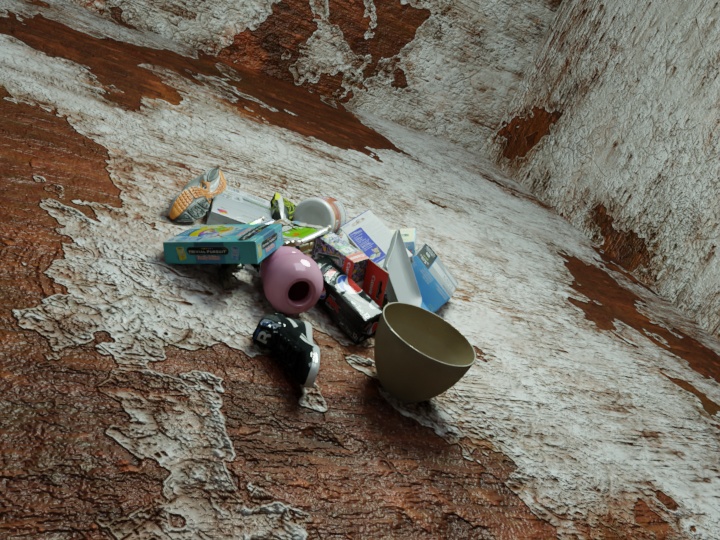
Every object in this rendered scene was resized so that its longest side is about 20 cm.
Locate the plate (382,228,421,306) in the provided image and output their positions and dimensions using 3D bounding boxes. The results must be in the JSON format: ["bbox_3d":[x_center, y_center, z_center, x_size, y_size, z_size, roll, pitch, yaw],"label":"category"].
[{"bbox_3d":[0.091,0.034,1.669,0.032,0.202,0.201,-11,26,17],"label":"plate"}]

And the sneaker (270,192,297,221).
[{"bbox_3d":[-0.190,-0.144,1.871,0.084,0.075,0.201,20,22,-18],"label":"sneaker"}]

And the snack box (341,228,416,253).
[{"bbox_3d":[0.046,-0.070,1.901,0.197,0.038,0.116,-4,20,8],"label":"snack box"}]

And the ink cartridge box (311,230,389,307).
[{"bbox_3d":[-0.030,0.008,1.603,0.050,0.110,0.199,-17,40,-41],"label":"ink cartridge box"}]

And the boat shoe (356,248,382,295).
[{"bbox_3d":[-0.002,0.001,1.696,0.201,0.073,0.064,36,-25,57],"label":"boat shoe"}]

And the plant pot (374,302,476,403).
[{"bbox_3d":[0.104,0.174,1.405,0.198,0.136,0.201,24,22,-10],"label":"plant pot"}]

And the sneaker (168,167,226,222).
[{"bbox_3d":[-0.395,-0.165,1.703,0.076,0.091,0.200,61,35,-19],"label":"sneaker"}]

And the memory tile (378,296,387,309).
[{"bbox_3d":[-0.012,0.049,1.679,0.151,0.017,0.201,8,28,-17],"label":"memory tile"}]

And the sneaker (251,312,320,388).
[{"bbox_3d":[-0.139,0.140,1.298,0.111,0.074,0.200,17,15,-16],"label":"sneaker"}]

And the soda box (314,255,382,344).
[{"bbox_3d":[-0.041,0.059,1.548,0.063,0.071,0.200,-19,53,-42],"label":"soda box"}]

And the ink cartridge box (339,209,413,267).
[{"bbox_3d":[0.039,-0.065,1.818,0.094,0.037,0.200,-31,55,-13],"label":"ink cartridge box"}]

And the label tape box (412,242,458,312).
[{"bbox_3d":[0.172,0.022,1.865,0.144,0.066,0.200,52,21,-2],"label":"label tape box"}]

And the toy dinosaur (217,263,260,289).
[{"bbox_3d":[-0.259,-0.019,1.543,0.087,0.048,0.200,9,22,-14],"label":"toy dinosaur"}]

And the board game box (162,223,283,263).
[{"bbox_3d":[-0.275,-0.056,1.481,0.197,0.048,0.151,0,17,14],"label":"board game box"}]

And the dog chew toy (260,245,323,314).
[{"bbox_3d":[-0.154,0.007,1.516,0.123,0.126,0.200,15,16,-28],"label":"dog chew toy"}]

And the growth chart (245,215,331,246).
[{"bbox_3d":[-0.176,-0.090,1.628,0.198,0.018,0.145,10,25,24],"label":"growth chart"}]

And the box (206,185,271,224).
[{"bbox_3d":[-0.296,-0.144,1.793,0.154,0.042,0.201,19,21,-18],"label":"box"}]

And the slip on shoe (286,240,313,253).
[{"bbox_3d":[-0.184,-0.065,1.727,0.060,0.077,0.199,-11,1,44],"label":"slip on shoe"}]

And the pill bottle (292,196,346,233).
[{"bbox_3d":[-0.098,-0.136,1.895,0.111,0.113,0.200,29,12,7],"label":"pill bottle"}]
